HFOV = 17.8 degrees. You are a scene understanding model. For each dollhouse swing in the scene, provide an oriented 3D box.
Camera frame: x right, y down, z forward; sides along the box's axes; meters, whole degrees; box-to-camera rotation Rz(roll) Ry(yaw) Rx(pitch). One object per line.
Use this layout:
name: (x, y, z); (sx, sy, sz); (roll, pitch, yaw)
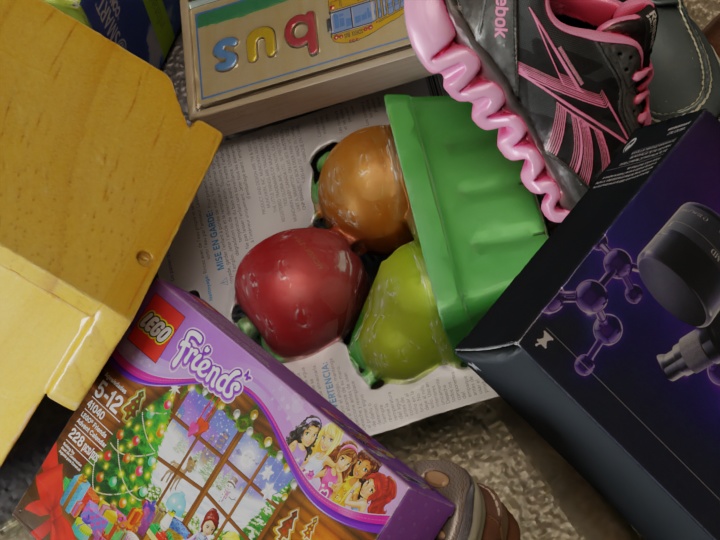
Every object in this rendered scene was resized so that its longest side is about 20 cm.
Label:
dollhouse swing: (-0.208, -0.018, 1.123); (0.199, 0.176, 0.182); (30, 50, -8)

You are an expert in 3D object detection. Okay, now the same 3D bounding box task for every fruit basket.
fruit basket: (0.000, 0.000, 1.130); (0.199, 0.094, 0.186); (-21, 60, 11)

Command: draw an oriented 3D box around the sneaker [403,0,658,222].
sneaker: (0.109, -0.080, 1.066); (0.095, 0.200, 0.079); (-33, 27, 21)

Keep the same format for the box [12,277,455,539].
box: (-0.064, 0.109, 1.043); (0.200, 0.039, 0.137); (36, 95, 42)

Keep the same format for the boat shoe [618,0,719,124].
boat shoe: (0.125, -0.135, 1.158); (0.072, 0.062, 0.201); (-27, 47, 3)

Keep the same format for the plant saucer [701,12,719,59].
plant saucer: (0.245, -0.093, 1.118); (0.199, 0.037, 0.201); (-22, 33, 15)

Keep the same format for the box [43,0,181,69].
box: (-0.124, -0.172, 1.210); (0.047, 0.122, 0.201); (14, 66, 17)

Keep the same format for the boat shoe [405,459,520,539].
boat shoe: (0.014, 0.185, 1.025); (0.076, 0.072, 0.201); (32, 93, 47)

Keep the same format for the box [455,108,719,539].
box: (0.164, 0.051, 1.015); (0.200, 0.079, 0.141); (44, 76, -11)

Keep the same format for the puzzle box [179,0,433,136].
puzzle box: (0.002, -0.152, 1.149); (0.199, 0.025, 0.134); (-16, 64, 17)
